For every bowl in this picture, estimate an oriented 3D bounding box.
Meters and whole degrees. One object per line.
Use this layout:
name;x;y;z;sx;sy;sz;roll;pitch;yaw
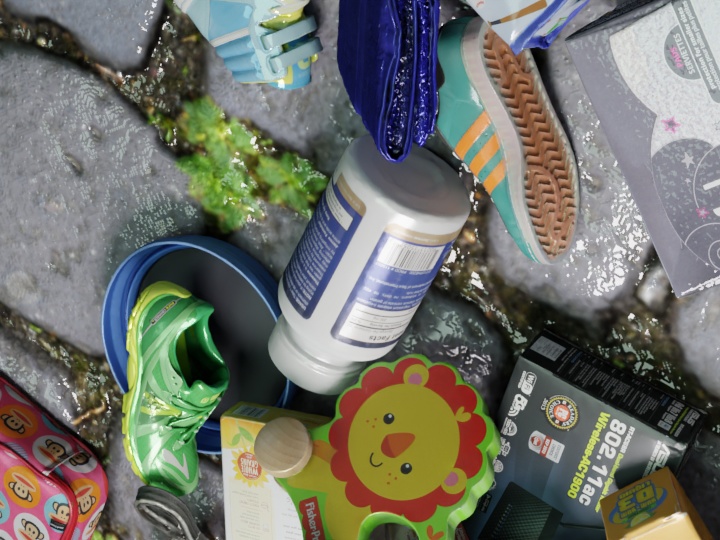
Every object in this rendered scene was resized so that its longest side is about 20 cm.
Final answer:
bowl;-0.140;0.064;1.503;0.199;0.039;0.203;11;114;26

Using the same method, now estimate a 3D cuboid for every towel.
towel;0.022;-0.180;1.237;0.049;0.200;0.149;0;113;-10

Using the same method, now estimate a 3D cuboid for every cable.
cable;-0.158;0.256;1.534;0.096;0.051;0.200;20;158;11

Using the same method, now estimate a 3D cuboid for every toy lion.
toy lion;0.021;0.170;1.323;0.190;0.069;0.202;-17;61;8

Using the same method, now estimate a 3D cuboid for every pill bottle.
pill bottle;0.000;0.000;1.355;0.111;0.111;0.201;36;122;12

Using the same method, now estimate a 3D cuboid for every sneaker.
sneaker;0.106;-0.099;1.290;0.079;0.071;0.202;0;115;48
sneaker;-0.158;0.111;1.464;0.083;0.074;0.202;12;115;29
sneaker;-0.052;-0.220;1.319;0.199;0.079;0.131;-32;90;44

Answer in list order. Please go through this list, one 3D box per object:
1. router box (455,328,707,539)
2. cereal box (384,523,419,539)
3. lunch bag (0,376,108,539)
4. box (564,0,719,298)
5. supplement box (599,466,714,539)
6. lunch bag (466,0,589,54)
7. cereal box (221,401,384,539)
router box;0.172;0.170;1.356;0.149;0.062;0.202;26;120;16
cereal box;-0.002;0.222;1.488;0.198;0.039;0.146;-4;107;31
lunch bag;-0.351;0.215;1.661;0.199;0.082;0.177;36;126;14
box;0.252;-0.104;1.171;0.131;0.115;0.202;-20;99;34
supplement box;0.257;0.249;1.295;0.066;0.069;0.201;-27;117;14
lunch bag;0.130;-0.279;1.169;0.200;0.124;0.170;-43;86;22
cereal box;-0.049;0.222;1.457;0.142;0.039;0.202;9;112;25
